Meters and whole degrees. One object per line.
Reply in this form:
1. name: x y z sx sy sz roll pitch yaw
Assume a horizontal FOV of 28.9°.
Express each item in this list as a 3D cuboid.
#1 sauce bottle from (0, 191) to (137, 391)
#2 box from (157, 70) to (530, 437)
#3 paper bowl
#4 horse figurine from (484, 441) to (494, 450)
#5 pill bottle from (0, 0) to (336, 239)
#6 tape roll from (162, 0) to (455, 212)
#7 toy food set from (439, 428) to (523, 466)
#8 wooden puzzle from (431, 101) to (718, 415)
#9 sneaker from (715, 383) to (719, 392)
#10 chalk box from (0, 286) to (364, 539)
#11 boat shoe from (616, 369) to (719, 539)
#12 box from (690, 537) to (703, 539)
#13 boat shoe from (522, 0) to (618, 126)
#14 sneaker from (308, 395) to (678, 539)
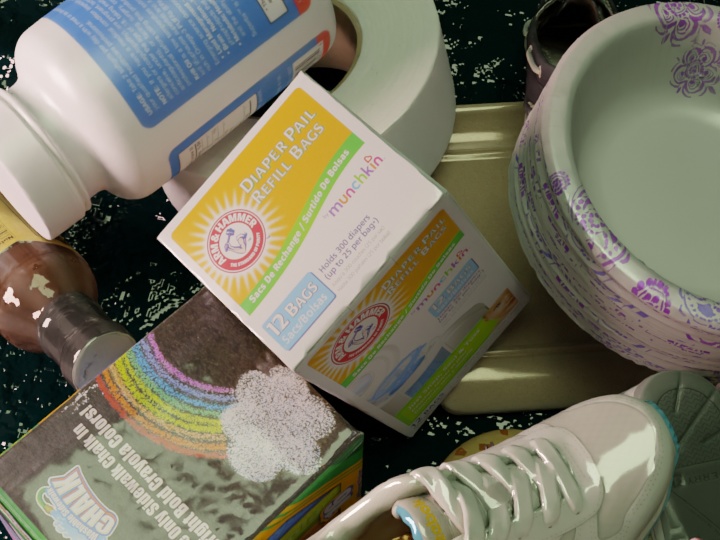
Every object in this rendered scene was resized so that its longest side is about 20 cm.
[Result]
1. sauce bottle: -0.190 0.005 0.793 0.065 0.065 0.200 -35 47 -19
2. box: 0.000 0.000 0.729 0.101 0.200 0.113 42 90 24
3. paper bowl: 0.178 -0.035 0.755 0.199 0.105 0.202 6 61 -11
4. horse figurine: 0.074 0.200 0.675 0.132 0.050 0.200 -34 63 -13
5. pill bottle: -0.119 -0.111 0.773 0.200 0.112 0.112 -40 68 -16
6. tape roll: -0.043 -0.113 0.869 0.201 0.071 0.204 -7 54 10
7. toy food set: 0.096 0.196 0.734 0.197 0.049 0.200 32 65 16
8. wooden puzzle: 0.127 -0.011 0.862 0.183 0.037 0.202 -4 65 -3
9. sneaker: 0.236 0.064 0.796 0.199 0.075 0.100 -17 68 -21
10. chalk box: -0.109 0.132 0.725 0.200 0.124 0.125 -40 69 -20
11. boat shoe: 0.162 0.154 0.695 0.074 0.065 0.204 -6 76 -21
12. box: 0.201 0.223 0.591 0.199 0.109 0.128 28 101 -21
13. boat shoe: 0.136 -0.147 0.888 0.073 0.061 0.201 8 37 11
14. sneaker: 0.058 0.119 0.639 0.199 0.081 0.077 -31 59 -3
